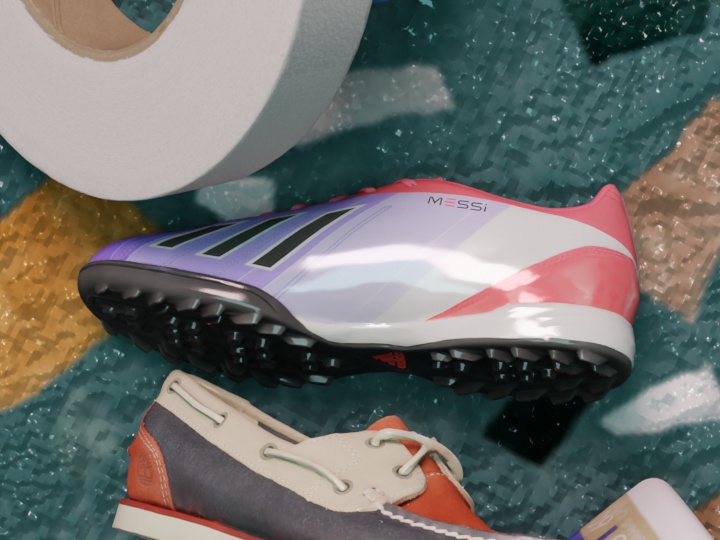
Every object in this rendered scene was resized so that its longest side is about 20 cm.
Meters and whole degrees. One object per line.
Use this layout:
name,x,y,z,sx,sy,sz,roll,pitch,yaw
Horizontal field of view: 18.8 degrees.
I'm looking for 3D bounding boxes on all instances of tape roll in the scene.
tape roll,-0.076,-0.125,0.712,0.202,0.037,0.205,12,108,42

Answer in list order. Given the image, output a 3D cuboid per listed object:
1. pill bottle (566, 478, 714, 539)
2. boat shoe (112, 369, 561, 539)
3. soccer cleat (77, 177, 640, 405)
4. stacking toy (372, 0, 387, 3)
pill bottle,0.060,0.177,0.750,0.199,0.120,0.120,-38,93,2
boat shoe,-0.003,0.078,0.732,0.199,0.071,0.063,9,75,41
soccer cleat,0.000,0.000,0.775,0.198,0.068,0.074,4,66,7
stacking toy,-0.040,-0.194,0.749,0.199,0.116,0.110,37,91,12
